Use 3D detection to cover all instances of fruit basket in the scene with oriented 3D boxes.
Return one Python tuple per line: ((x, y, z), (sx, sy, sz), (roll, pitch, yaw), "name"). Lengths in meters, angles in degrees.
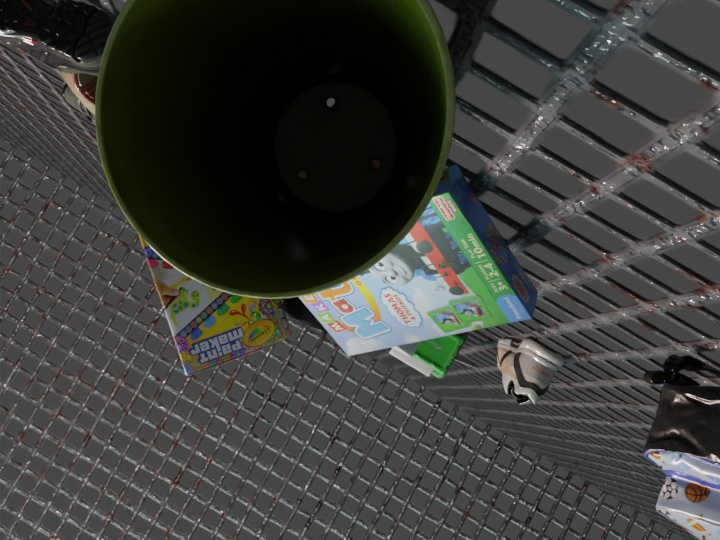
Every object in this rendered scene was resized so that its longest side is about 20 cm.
((0.089, 0.105, 1.452), (0.184, 0.095, 0.200), (31, 175, -5), "fruit basket")

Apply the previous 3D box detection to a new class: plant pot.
((-0.030, -0.085, 0.551), (0.185, 0.189, 0.200), (28, -173, 7), "plant pot")

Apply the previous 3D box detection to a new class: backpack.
((0.361, 0.178, 0.790), (0.189, 0.156, 0.199), (23, 174, -35), "backpack")

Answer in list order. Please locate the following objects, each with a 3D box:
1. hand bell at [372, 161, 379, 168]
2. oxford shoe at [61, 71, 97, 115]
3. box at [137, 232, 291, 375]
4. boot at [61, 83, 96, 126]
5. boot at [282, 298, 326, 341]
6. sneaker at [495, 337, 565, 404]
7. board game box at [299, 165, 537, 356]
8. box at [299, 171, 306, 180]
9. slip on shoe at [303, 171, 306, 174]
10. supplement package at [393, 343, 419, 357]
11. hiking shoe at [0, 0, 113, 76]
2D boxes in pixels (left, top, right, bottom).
((0.023, -0.059, 0.821), (0.103, 0.105, 0.201), (23, 156, 39), "hand bell")
((-0.275, -0.190, 1.079), (0.073, 0.071, 0.200), (29, 163, 42), "oxford shoe")
((-0.172, 0.011, 1.109), (0.200, 0.120, 0.195), (147, 104, -87), "box")
((-0.313, -0.186, 1.261), (0.130, 0.068, 0.200), (29, 165, 39), "boot")
((-0.094, -0.013, 1.220), (0.198, 0.139, 0.077), (31, 172, 0), "boot")
((0.218, 0.141, 1.267), (0.073, 0.081, 0.200), (28, 173, 2), "sneaker")
((0.032, 0.000, 0.797), (0.198, 0.037, 0.152), (-14, 129, 35), "board game box")
((-0.111, -0.073, 0.889), (0.136, 0.038, 0.199), (35, 163, -20), "box")
((-0.060, -0.089, 0.934), (0.198, 0.062, 0.074), (19, 160, 34), "slip on shoe")
((0.000, 0.000, 1.072), (0.113, 0.110, 0.200), (23, 170, 42), "supplement package")
((-0.319, -0.236, 0.907), (0.198, 0.076, 0.101), (27, 168, 14), "hiking shoe")
